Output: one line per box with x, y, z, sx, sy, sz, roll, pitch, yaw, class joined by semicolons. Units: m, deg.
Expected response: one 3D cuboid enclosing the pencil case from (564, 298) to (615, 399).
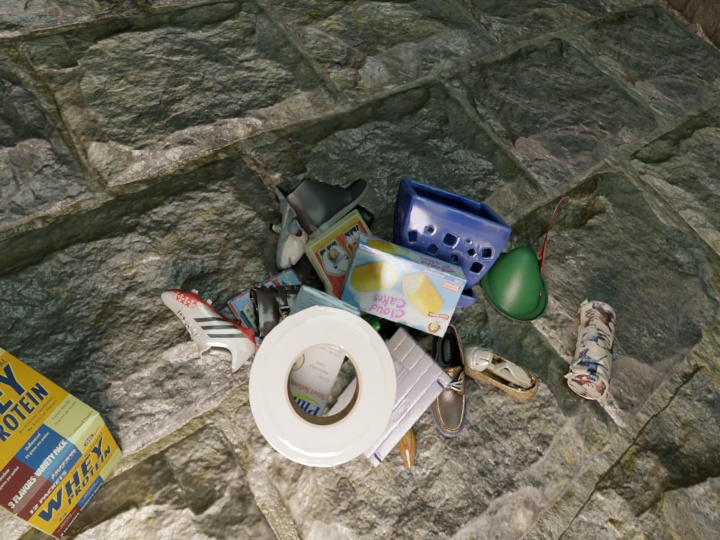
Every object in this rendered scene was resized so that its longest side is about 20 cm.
0.483;0.159;1.091;0.089;0.077;0.203;36;54;-15;pencil case

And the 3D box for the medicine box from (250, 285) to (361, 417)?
-0.083;0.142;0.836;0.100;0.182;0.205;22;83;0;medicine box

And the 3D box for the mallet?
-0.035;-0.061;1.111;0.064;0.042;0.203;25;59;7;mallet

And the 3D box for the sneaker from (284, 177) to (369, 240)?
-0.062;-0.161;1.068;0.107;0.074;0.200;53;49;-12;sneaker

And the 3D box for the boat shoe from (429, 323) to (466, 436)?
0.159;0.197;0.962;0.070;0.073;0.206;-3;67;0;boat shoe

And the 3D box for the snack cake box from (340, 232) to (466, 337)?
0.071;0.025;0.913;0.194;0.118;0.067;18;20;-5;snack cake box

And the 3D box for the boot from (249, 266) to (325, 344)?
-0.122;0.037;0.980;0.169;0.070;0.205;2;59;-18;boot

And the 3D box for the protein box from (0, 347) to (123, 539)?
-0.455;0.229;0.701;0.195;0.202;0.136;30;55;5;protein box

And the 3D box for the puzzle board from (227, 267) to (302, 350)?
-0.139;0.101;0.988;0.149;0.018;0.201;-28;69;-29;puzzle board

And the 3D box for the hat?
0.362;-0.023;1.111;0.160;0.178;0.205;0;58;-15;hat

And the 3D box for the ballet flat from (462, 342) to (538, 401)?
0.259;0.185;1.018;0.195;0.066;0.072;25;56;1;ballet flat

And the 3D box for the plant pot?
0.152;-0.052;1.017;0.194;0.185;0.201;15;18;-6;plant pot

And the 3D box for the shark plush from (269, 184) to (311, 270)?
-0.158;-0.103;1.082;0.082;0.091;0.205;-25;70;13;shark plush

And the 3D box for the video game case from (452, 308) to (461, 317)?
0.096;0.028;1.098;0.194;0.023;0.186;-9;61;-21;video game case

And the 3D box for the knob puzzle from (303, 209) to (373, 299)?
0.000;0.000;1.005;0.216;0.030;0.226;21;59;-38;knob puzzle

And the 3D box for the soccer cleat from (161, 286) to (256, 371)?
-0.276;0.102;0.919;0.196;0.069;0.086;30;59;2;soccer cleat

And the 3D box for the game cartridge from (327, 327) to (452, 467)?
0.048;0.214;0.894;0.129;0.038;0.201;43;96;18;game cartridge

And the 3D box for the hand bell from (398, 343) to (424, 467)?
0.078;0.242;0.934;0.101;0.104;0.206;0;71;-16;hand bell

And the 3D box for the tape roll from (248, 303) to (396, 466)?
-0.051;0.152;0.710;0.196;0.071;0.210;0;84;-4;tape roll

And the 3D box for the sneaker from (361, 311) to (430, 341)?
0.077;0.112;0.979;0.195;0.084;0.081;-6;101;-33;sneaker
